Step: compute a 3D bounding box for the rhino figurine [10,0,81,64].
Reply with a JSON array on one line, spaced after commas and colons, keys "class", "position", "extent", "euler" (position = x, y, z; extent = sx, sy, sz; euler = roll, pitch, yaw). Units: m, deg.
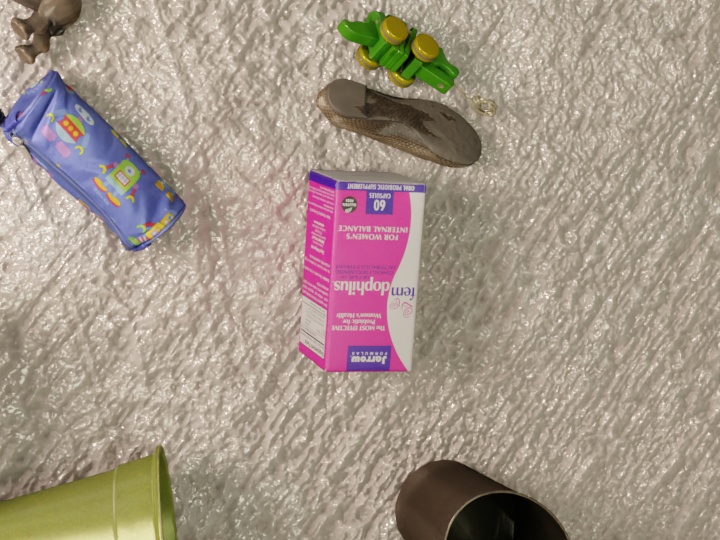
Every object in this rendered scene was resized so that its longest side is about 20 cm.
[{"class": "rhino figurine", "position": [-0.343, -0.303, 1.310], "extent": [0.087, 0.060, 0.200], "euler": [-45, 110, -27]}]

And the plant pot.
[{"class": "plant pot", "position": [-0.282, 0.287, 1.379], "extent": [0.189, 0.200, 0.202], "euler": [-6, 101, -4]}]

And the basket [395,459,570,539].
[{"class": "basket", "position": [0.122, 0.286, 1.491], "extent": [0.136, 0.200, 0.181], "euler": [-40, 110, -9]}]

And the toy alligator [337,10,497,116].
[{"class": "toy alligator", "position": [0.064, -0.228, 1.467], "extent": [0.199, 0.059, 0.055], "euler": [25, 50, -20]}]

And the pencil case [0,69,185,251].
[{"class": "pencil case", "position": [-0.266, -0.103, 1.360], "extent": [0.200, 0.078, 0.087], "euler": [46, 54, -19]}]

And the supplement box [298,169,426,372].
[{"class": "supplement box", "position": [0.000, 0.000, 1.456], "extent": [0.101, 0.103, 0.201], "euler": [0, 101, -19]}]

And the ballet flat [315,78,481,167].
[{"class": "ballet flat", "position": [0.040, -0.154, 1.478], "extent": [0.199, 0.046, 0.068], "euler": [15, 63, -26]}]
